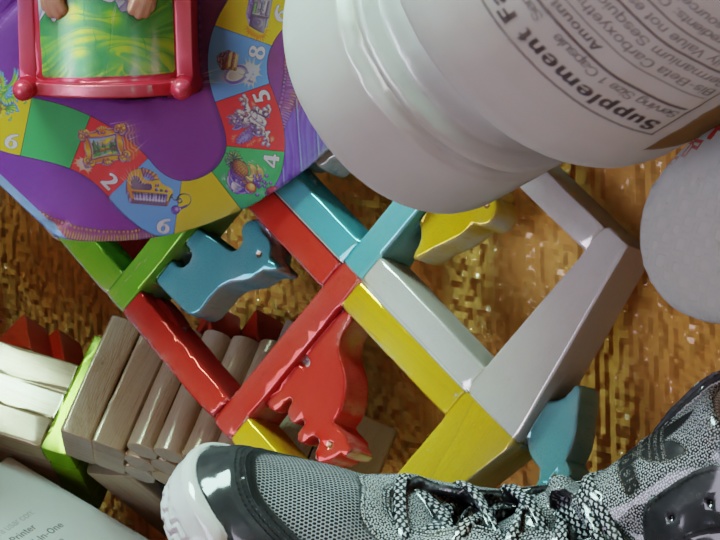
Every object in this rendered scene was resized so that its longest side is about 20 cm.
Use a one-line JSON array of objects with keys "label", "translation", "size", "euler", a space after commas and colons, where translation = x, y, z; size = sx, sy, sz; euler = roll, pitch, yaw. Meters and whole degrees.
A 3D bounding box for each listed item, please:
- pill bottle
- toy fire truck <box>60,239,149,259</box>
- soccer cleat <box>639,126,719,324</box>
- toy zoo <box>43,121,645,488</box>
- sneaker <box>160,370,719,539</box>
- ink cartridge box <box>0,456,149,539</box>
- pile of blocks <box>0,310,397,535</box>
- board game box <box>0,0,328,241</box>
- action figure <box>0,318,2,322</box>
[{"label": "pill bottle", "translation": [0.072, -0.091, 0.721], "size": [0.200, 0.114, 0.114], "euler": [-31, 77, 47]}, {"label": "toy fire truck", "translation": [-0.138, -0.105, 0.963], "size": [0.200, 0.112, 0.168], "euler": [40, 145, 35]}, {"label": "soccer cleat", "translation": [0.133, -0.023, 0.695], "size": [0.200, 0.085, 0.069], "euler": [-14, 90, 48]}, {"label": "toy zoo", "translation": [0.000, 0.000, 0.853], "size": [0.131, 0.020, 0.200], "euler": [-50, 60, 12]}, {"label": "sneaker", "translation": [0.053, 0.069, 0.766], "size": [0.200, 0.076, 0.114], "euler": [25, 117, -9]}, {"label": "ink cartridge box", "translation": [-0.078, 0.178, 0.940], "size": [0.200, 0.084, 0.145], "euler": [28, 123, 19]}, {"label": "pile of blocks", "translation": [-0.058, 0.047, 0.953], "size": [0.200, 0.082, 0.062], "euler": [3, 59, 38]}, {"label": "board game box", "translation": [-0.083, -0.103, 0.826], "size": [0.200, 0.039, 0.158], "euler": [44, 99, -4]}, {"label": "action figure", "translation": [-0.156, 0.020, 1.034], "size": [0.065, 0.052, 0.200], "euler": [-110, 0, -78]}]
